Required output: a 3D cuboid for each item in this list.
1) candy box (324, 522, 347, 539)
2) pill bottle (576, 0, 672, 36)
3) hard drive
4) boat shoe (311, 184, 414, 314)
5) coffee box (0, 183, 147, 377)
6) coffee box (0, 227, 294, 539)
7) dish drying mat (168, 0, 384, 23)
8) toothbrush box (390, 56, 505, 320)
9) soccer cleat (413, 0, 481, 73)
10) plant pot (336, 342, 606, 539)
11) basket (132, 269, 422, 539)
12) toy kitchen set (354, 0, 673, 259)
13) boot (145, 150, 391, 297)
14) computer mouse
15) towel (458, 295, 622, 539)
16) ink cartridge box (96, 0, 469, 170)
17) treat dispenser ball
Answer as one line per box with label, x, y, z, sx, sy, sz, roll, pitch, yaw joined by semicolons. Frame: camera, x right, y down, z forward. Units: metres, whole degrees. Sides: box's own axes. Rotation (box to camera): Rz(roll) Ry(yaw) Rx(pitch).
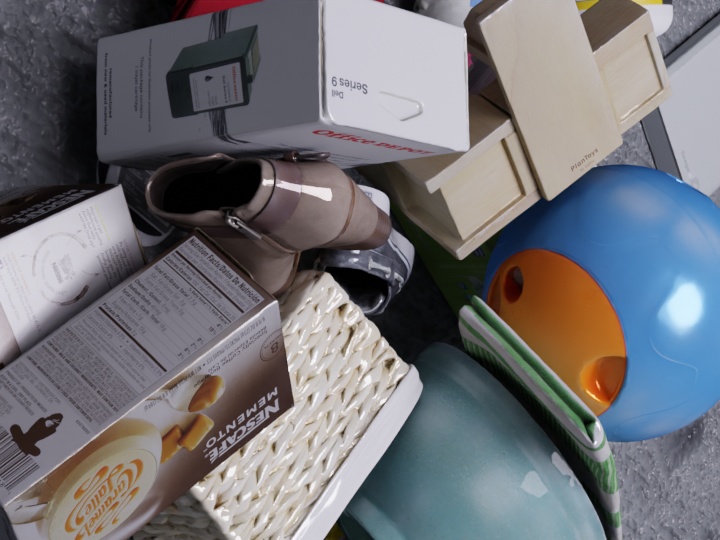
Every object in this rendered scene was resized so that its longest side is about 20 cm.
candy box;-0.004;0.235;1.351;0.102;0.026;0.201;50;57;-33
pill bottle;0.205;-0.250;1.497;0.111;0.111;0.202;-9;97;-43
hard drive;0.336;-0.159;1.682;0.200;0.026;0.133;-39;116;-38
boat shoe;0.000;0.000;1.270;0.200;0.071;0.068;78;15;-75
coffee box;-0.237;0.018;1.066;0.199;0.113;0.080;-29;110;-40
coffee box;-0.141;0.085;1.055;0.200;0.080;0.115;-37;149;-24
dish drying mat;-0.055;-0.183;1.241;0.199;0.018;0.077;-4;136;-54
toothbrush box;0.116;-0.053;1.428;0.146;0.086;0.201;-50;123;-31
soccer cleat;0.066;-0.207;1.401;0.086;0.070;0.200;48;55;-14
plant pot;0.062;0.171;1.284;0.134;0.200;0.201;-37;116;-14
basket;-0.075;0.105;1.211;0.200;0.135;0.124;-51;119;-31
toy kitchen set;0.077;-0.158;1.256;0.199;0.180;0.164;-37;133;-11
boot;-0.082;-0.033;1.133;0.146;0.199;0.071;17;64;-50
computer mouse;-0.137;-0.109;1.214;0.110;0.044;0.201;43;56;-40
towel;0.128;0.120;1.262;0.023;0.153;0.201;-35;147;-15
ink cartridge box;-0.049;-0.112;1.130;0.145;0.199;0.085;6;81;-50
treat dispenser ball;0.188;0.024;1.303;0.200;0.200;0.203;0;90;-44
